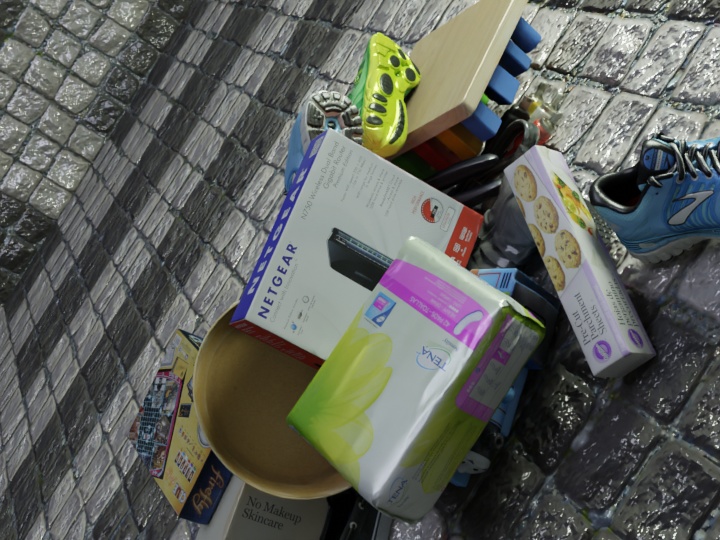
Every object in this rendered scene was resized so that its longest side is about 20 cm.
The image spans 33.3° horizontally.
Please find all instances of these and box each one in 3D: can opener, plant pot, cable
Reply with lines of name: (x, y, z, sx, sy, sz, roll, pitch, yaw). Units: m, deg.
can opener: (0.068, -0.072, 1.258, 0.199, 0.064, 0.079, -13, 16, 35)
plant pot: (-0.061, 0.116, 1.120, 0.027, 0.199, 0.201, -46, 23, 61)
cable: (0.145, -0.104, 1.258, 0.200, 0.050, 0.097, -58, 20, 28)

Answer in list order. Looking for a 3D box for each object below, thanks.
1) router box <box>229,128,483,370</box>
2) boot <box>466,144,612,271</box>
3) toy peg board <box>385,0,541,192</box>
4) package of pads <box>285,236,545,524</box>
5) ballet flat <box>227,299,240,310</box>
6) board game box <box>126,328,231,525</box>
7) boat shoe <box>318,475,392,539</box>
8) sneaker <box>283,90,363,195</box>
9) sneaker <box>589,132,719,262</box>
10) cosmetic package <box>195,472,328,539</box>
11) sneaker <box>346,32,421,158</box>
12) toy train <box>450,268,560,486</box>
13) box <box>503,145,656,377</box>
router box: (0.000, 0.000, 1.117, 0.049, 0.179, 0.201, -19, 46, 65)
boot: (0.156, -0.023, 1.117, 0.132, 0.070, 0.200, -58, 17, 18)
toy peg board: (0.116, -0.186, 1.295, 0.199, 0.098, 0.201, -23, 35, 53)
package of pads: (0.045, 0.090, 0.997, 0.200, 0.068, 0.154, -57, 40, 2)
ballet flat: (-0.096, 0.068, 1.282, 0.070, 0.069, 0.200, -60, 26, -4)
board game box: (-0.175, 0.156, 1.243, 0.136, 0.035, 0.200, -63, 30, 4)
boat shoe: (-0.003, 0.213, 1.131, 0.069, 0.057, 0.201, -34, 34, 42)
sneaker: (-0.035, -0.070, 1.190, 0.090, 0.078, 0.201, 162, 110, -63)
sneaker: (0.254, -0.066, 0.913, 0.200, 0.090, 0.079, -27, 38, 49)
cosmetic package: (-0.094, 0.246, 1.186, 0.073, 0.103, 0.201, 2, 71, 63)
sneaker: (0.010, -0.180, 1.265, 0.083, 0.074, 0.200, -33, 27, 33)
toy train: (0.096, 0.091, 1.056, 0.114, 0.087, 0.201, -4, 59, 51)
box: (0.175, -0.010, 0.974, 0.041, 0.039, 0.201, -39, 58, 36)
